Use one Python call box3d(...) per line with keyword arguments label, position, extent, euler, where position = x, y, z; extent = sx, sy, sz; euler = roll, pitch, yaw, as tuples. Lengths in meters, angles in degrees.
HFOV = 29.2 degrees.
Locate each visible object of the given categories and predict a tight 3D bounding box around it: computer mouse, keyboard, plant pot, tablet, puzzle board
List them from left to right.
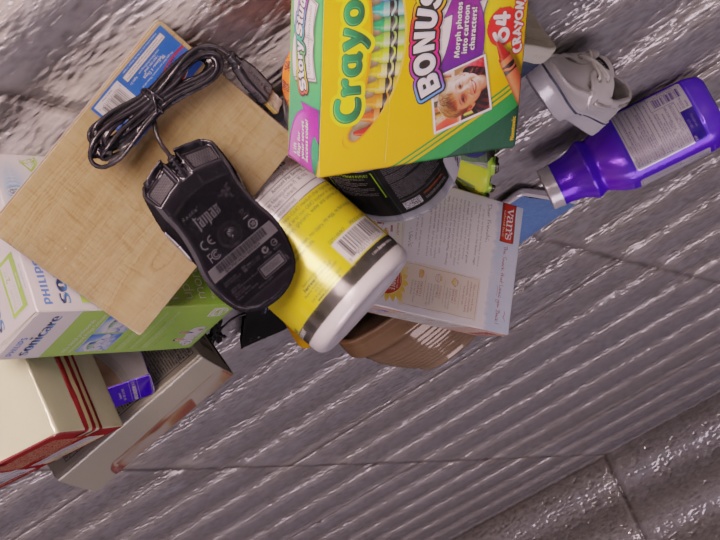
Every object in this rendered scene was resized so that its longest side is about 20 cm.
box3d(label="puzzle board", position=(-0.163, -0.068, 1.056), extent=(0.151, 0.017, 0.200), euler=(39, 89, -30))
box3d(label="computer mouse", position=(-0.104, -0.075, 1.051), extent=(0.140, 0.200, 0.046), euler=(-46, -154, -9))
box3d(label="keyboard", position=(-0.121, 0.039, 1.555), extent=(0.127, 0.021, 0.200), euler=(-23, 159, -18))
box3d(label="plant pot", position=(0.077, 0.043, 1.527), extent=(0.201, 0.093, 0.201), euler=(-40, -169, 10))
box3d(label="tablet", position=(0.154, -0.039, 1.659), extent=(0.200, 0.014, 0.130), euler=(-36, 156, 32))

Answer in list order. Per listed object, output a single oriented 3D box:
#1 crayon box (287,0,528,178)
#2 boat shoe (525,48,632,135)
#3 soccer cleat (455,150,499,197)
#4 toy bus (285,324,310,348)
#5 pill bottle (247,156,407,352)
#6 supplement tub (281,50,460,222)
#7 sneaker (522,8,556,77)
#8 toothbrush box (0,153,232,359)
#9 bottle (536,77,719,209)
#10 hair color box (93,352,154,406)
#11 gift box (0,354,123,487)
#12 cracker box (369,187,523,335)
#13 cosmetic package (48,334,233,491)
box3d(label="crayon box", position=(0.036, -0.179, 0.994), extent=(0.172, 0.058, 0.201), euler=(-12, 118, -28))
box3d(label="boat shoe", position=(0.207, -0.181, 1.310), extent=(0.065, 0.074, 0.200), euler=(-36, 166, 19))
box3d(label="soccer cleat", position=(0.096, -0.123, 1.359), extent=(0.083, 0.065, 0.200), euler=(6, 165, 8))
box3d(label="toy bus", position=(0.000, 0.000, 1.484), extent=(0.200, 0.079, 0.065), euler=(-35, 172, 28))
box3d(label="pill bottle", position=(-0.068, -0.037, 1.151), extent=(0.114, 0.200, 0.114), euler=(-47, 174, -7))
box3d(label="supplement tub", position=(0.009, -0.125, 1.154), extent=(0.122, 0.123, 0.200), euler=(-25, 159, 6))
box3d(label="sneaker", position=(0.084, -0.185, 1.151), extent=(0.084, 0.075, 0.200), euler=(-40, 154, 28))
box3d(label="toothbrush box", position=(-0.221, -0.012, 1.154), extent=(0.199, 0.146, 0.086), euler=(-1, 151, -43))
box3d(label="bottle", position=(0.288, -0.130, 1.480), extent=(0.199, 0.084, 0.065), euler=(-27, 159, 7))
box3d(label="hair color box", position=(-0.317, 0.098, 1.370), extent=(0.199, 0.110, 0.065), euler=(-19, 159, -11))
box3d(label="gift box", position=(-0.342, 0.094, 1.236), extent=(0.184, 0.187, 0.200), euler=(-25, 173, 3))
box3d(label="cracker box", position=(0.064, -0.017, 1.375), extent=(0.199, 0.135, 0.058), euler=(14, 170, -31))
box3d(label="cosmetic package", position=(-0.248, 0.129, 1.459), extent=(0.200, 0.104, 0.087), euler=(-39, 154, 4))
